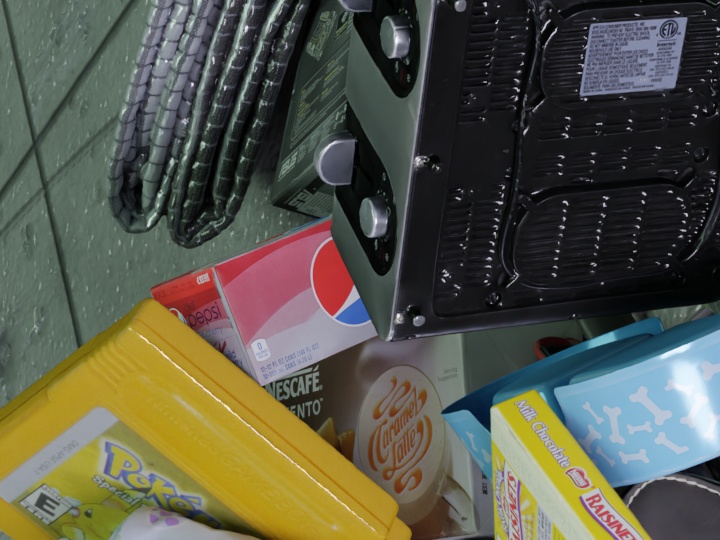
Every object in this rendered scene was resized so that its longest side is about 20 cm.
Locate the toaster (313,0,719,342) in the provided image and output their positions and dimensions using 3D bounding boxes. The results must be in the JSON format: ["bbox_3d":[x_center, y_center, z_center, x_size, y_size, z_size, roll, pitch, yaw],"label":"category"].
[{"bbox_3d":[0.087,-0.079,0.996,0.119,0.199,0.181,-124,33,-51],"label":"toaster"}]

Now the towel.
[{"bbox_3d":[-0.084,-0.131,1.400,0.166,0.085,0.200,-88,15,-66],"label":"towel"}]

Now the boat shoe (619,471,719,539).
[{"bbox_3d":[0.184,0.139,0.948,0.201,0.072,0.066,38,165,21],"label":"boat shoe"}]

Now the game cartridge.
[{"bbox_3d":[-0.093,0.113,1.175,0.200,0.176,0.032,-35,20,48],"label":"game cartridge"}]

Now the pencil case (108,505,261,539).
[{"bbox_3d":[-0.033,0.180,1.119,0.083,0.200,0.091,77,-145,-65],"label":"pencil case"}]

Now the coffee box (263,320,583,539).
[{"bbox_3d":[0.029,0.091,1.250,0.200,0.080,0.115,-17,73,56],"label":"coffee box"}]

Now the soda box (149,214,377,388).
[{"bbox_3d":[0.000,0.000,1.191,0.070,0.200,0.064,-19,94,55],"label":"soda box"}]

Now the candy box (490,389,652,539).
[{"bbox_3d":[0.090,0.152,1.007,0.200,0.026,0.102,85,159,-45],"label":"candy box"}]

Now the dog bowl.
[{"bbox_3d":[0.116,0.056,1.026,0.200,0.111,0.050,-22,91,62],"label":"dog bowl"}]

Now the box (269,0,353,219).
[{"bbox_3d":[0.016,-0.125,1.250,0.200,0.048,0.159,144,141,-66],"label":"box"}]

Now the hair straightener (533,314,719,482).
[{"bbox_3d":[0.149,0.075,1.102,0.077,0.041,0.200,-62,40,32],"label":"hair straightener"}]

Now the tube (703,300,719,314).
[{"bbox_3d":[0.147,-0.023,1.110,0.058,0.052,0.200,-61,36,6],"label":"tube"}]

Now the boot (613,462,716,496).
[{"bbox_3d":[0.167,0.176,1.012,0.186,0.064,0.201,-10,89,59],"label":"boot"}]
